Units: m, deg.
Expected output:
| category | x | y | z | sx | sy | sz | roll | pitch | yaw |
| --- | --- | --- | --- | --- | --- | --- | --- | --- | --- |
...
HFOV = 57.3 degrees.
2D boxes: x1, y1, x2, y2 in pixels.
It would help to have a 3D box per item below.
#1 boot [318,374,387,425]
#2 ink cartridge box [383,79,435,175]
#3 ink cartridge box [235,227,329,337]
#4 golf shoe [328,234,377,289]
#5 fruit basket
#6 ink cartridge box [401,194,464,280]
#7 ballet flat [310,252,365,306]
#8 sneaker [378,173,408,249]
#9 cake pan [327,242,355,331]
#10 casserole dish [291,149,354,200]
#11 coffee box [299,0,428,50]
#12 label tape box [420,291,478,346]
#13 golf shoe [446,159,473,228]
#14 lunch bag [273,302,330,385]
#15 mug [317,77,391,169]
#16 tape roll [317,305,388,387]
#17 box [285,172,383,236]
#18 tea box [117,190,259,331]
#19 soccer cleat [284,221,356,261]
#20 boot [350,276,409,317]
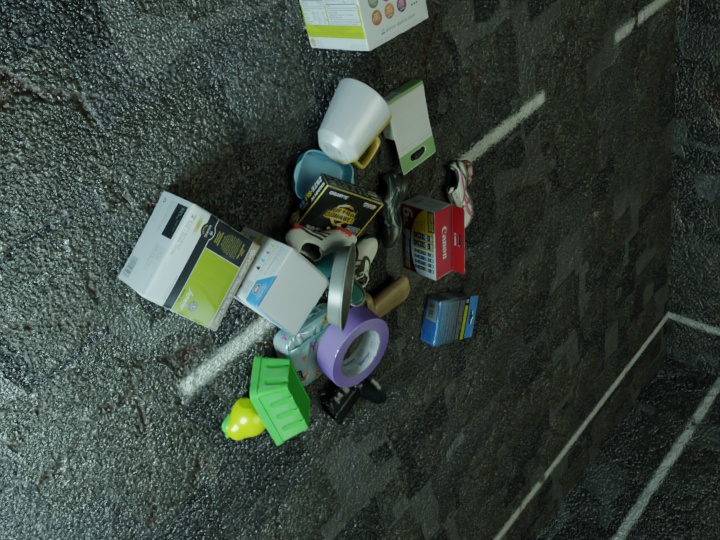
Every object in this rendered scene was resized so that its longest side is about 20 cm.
| category | x | y | z | sx | sy | sz | roll | pitch | yaw |
| --- | --- | --- | --- | --- | --- | --- | --- | --- | --- |
| boot | -0.022 | 0.362 | 1.864 | 0.164 | 0.072 | 0.200 | -51 | 127 | -21 |
| ink cartridge box | 0.124 | -0.380 | 1.745 | 0.145 | 0.047 | 0.204 | -37 | 129 | -29 |
| ink cartridge box | -0.201 | 0.021 | 1.459 | 0.144 | 0.198 | 0.149 | 42 | 76 | -43 |
| golf shoe | 0.000 | 0.000 | 1.738 | 0.203 | 0.087 | 0.077 | -57 | 134 | -14 |
| fruit basket | -0.239 | 0.330 | 1.610 | 0.208 | 0.158 | 0.220 | 0 | 129 | -1 |
| ink cartridge box | 0.204 | -0.089 | 1.845 | 0.083 | 0.173 | 0.206 | -25 | 121 | -35 |
| ballet flat | -0.060 | 0.011 | 1.656 | 0.067 | 0.201 | 0.064 | -40 | 174 | 0 |
| sneaker | 0.071 | -0.161 | 1.771 | 0.077 | 0.075 | 0.207 | 3 | 96 | -32 |
| cake pan | -0.043 | 0.036 | 1.519 | 0.200 | 0.036 | 0.207 | 8 | 89 | -85 |
| casserole dish | -0.095 | -0.221 | 1.591 | 0.197 | 0.038 | 0.125 | 11 | 98 | -46 |
| coffee box | -0.003 | -0.611 | 1.417 | 0.198 | 0.197 | 0.202 | -37 | 128 | -29 |
| label tape box | 0.284 | 0.149 | 2.099 | 0.196 | 0.062 | 0.149 | -6 | 109 | -44 |
| golf shoe | 0.285 | -0.223 | 1.957 | 0.090 | 0.072 | 0.207 | -13 | 105 | -34 |
| lunch bag | -0.125 | 0.186 | 1.687 | 0.198 | 0.076 | 0.164 | -34 | 127 | -32 |
| mug | -0.012 | -0.325 | 1.541 | 0.185 | 0.148 | 0.156 | 38 | 76 | -25 |
| tape roll | -0.017 | 0.195 | 1.681 | 0.197 | 0.065 | 0.204 | -30 | 137 | -31 |
| box | -0.062 | -0.139 | 1.595 | 0.197 | 0.050 | 0.160 | 12 | 130 | -47 |
| tea box | -0.346 | -0.018 | 1.344 | 0.196 | 0.132 | 0.204 | 35 | 80 | -45 |
| soccer cleat | -0.088 | -0.060 | 1.548 | 0.196 | 0.087 | 0.069 | 5 | 144 | -38 |
| boot | 0.058 | 0.071 | 1.817 | 0.198 | 0.066 | 0.177 | -35 | 159 | -29 |
